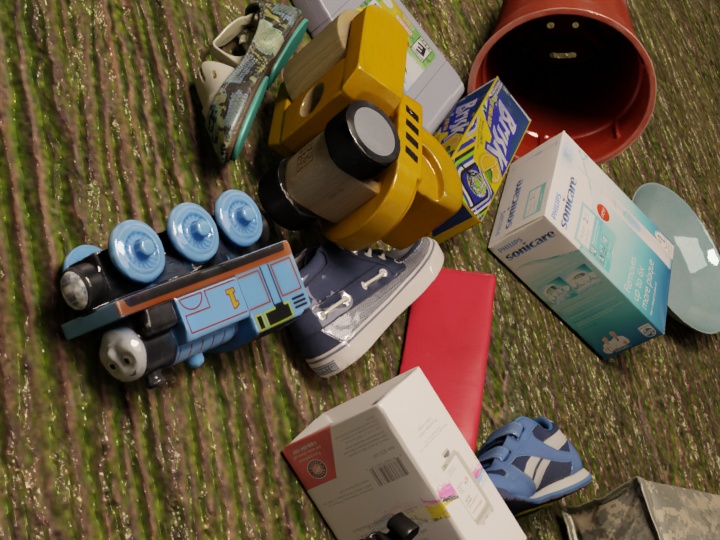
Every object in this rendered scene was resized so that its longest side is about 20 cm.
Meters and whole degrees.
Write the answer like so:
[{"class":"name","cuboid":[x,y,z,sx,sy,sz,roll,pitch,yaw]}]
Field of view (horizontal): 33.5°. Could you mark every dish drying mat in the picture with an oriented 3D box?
[{"class":"dish drying mat","cuboid":[0.076,0.079,1.081,0.076,0.018,0.201,7,50,6]}]

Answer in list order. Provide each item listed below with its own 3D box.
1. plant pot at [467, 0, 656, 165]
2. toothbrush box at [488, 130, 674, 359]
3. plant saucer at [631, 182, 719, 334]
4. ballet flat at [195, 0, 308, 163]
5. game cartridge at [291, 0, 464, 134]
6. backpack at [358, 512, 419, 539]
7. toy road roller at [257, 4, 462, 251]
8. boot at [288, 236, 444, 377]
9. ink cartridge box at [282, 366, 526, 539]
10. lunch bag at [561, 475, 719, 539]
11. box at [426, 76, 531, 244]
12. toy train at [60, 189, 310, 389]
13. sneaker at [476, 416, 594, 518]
[{"class":"plant pot","cuboid":[0.227,-0.248,1.351,0.201,0.200,0.196,41,34,-21]},{"class":"toothbrush box","cuboid":[0.243,-0.027,1.300,0.200,0.085,0.147,42,43,-19]},{"class":"plant saucer","cuboid":[0.381,-0.010,1.472,0.200,0.039,0.202,25,51,-35]},{"class":"ballet flat","cuboid":[-0.107,-0.169,1.043,0.074,0.074,0.201,43,40,-20]},{"class":"game cartridge","cuboid":[0.020,-0.227,1.227,0.200,0.040,0.133,49,44,-12]},{"class":"backpack","cuboid":[0.009,0.279,0.780,0.154,0.190,0.201,23,55,-43]},{"class":"toy road roller","cuboid":[0.009,-0.106,1.013,0.146,0.123,0.201,29,46,-30]},{"class":"boot","cuboid":[0.000,0.000,1.032,0.091,0.073,0.200,57,40,-12]},{"class":"ink cartridge box","cuboid":[0.044,0.190,0.929,0.201,0.116,0.067,58,39,-3]},{"class":"lunch bag","cuboid":[0.292,0.311,1.117,0.163,0.117,0.201,17,50,-41]},{"class":"box","cuboid":[0.108,-0.114,1.220,0.064,0.070,0.200,48,41,-17]},{"class":"toy train","cuboid":[-0.129,0.013,0.882,0.200,0.086,0.115,-23,90,-51]},{"class":"sneaker","cuboid":[0.128,0.179,1.064,0.199,0.074,0.083,-1,63,-53]}]
